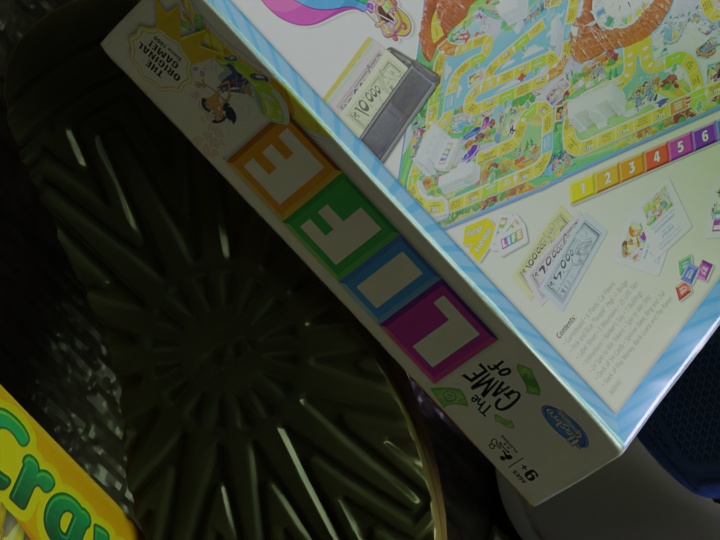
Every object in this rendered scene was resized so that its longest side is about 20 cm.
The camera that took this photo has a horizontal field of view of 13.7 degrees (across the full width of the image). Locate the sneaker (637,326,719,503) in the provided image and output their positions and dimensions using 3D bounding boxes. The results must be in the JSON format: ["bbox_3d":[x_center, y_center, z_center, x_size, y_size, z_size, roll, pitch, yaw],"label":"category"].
[{"bbox_3d":[0.057,-0.030,0.756,0.089,0.078,0.201,-35,104,-59],"label":"sneaker"}]

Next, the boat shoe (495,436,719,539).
[{"bbox_3d":[0.101,0.069,0.889,0.202,0.072,0.060,45,46,-45],"label":"boat shoe"}]

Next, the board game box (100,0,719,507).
[{"bbox_3d":[0.050,-0.060,0.677,0.134,0.034,0.200,47,49,-5],"label":"board game box"}]

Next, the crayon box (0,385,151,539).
[{"bbox_3d":[-0.089,0.101,0.634,0.200,0.058,0.119,49,44,-32],"label":"crayon box"}]

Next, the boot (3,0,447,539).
[{"bbox_3d":[0.000,0.000,0.732,0.176,0.066,0.200,72,19,-2],"label":"boot"}]
